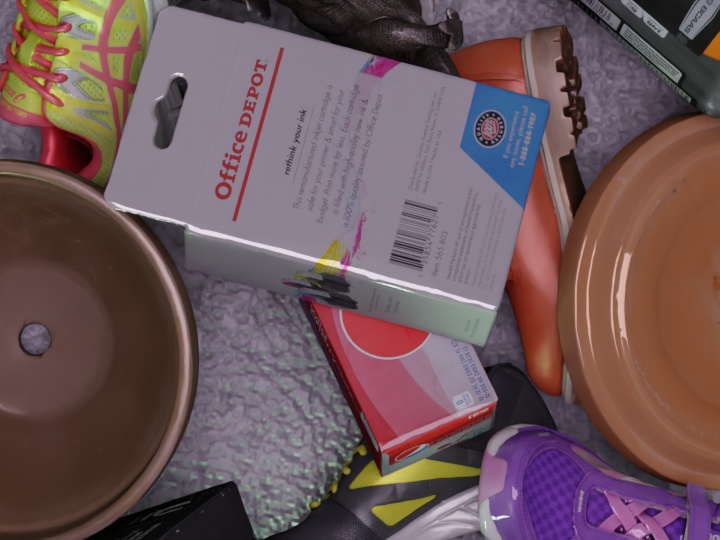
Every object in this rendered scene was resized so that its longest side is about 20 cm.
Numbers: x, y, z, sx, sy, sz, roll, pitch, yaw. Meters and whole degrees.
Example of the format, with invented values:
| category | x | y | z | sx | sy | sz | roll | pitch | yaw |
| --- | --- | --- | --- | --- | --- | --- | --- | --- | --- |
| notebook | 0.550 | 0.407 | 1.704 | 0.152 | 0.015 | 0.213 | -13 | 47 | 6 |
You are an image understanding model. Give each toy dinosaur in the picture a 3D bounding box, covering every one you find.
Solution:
| category | x | y | z | sx | sy | sz | roll | pitch | yaw |
| --- | --- | --- | --- | --- | --- | --- | --- | --- | --- |
| toy dinosaur | -0.002 | -0.139 | 1.471 | 0.200 | 0.102 | 0.077 | 21 | 78 | -19 |

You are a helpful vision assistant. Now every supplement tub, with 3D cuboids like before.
| category | x | y | z | sx | sy | sz | roll | pitch | yaw |
| --- | --- | --- | --- | --- | --- | --- | --- | --- | --- |
| supplement tub | 0.174 | -0.162 | 1.486 | 0.200 | 0.123 | 0.123 | 41 | 89 | 8 |

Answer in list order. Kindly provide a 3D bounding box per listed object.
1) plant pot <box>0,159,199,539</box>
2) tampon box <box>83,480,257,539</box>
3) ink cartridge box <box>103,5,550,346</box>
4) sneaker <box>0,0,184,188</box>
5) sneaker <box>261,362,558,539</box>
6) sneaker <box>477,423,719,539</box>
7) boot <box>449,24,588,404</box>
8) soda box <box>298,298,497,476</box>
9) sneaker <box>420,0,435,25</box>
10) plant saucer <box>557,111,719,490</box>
| category | x | y | z | sx | sy | sz | roll | pitch | yaw |
| --- | --- | --- | --- | --- | --- | --- | --- | --- | --- |
| plant pot | -0.176 | 0.040 | 1.490 | 0.201 | 0.093 | 0.201 | 1 | 97 | 8 |
| tampon box | -0.148 | 0.209 | 1.450 | 0.200 | 0.150 | 0.126 | -20 | 95 | 20 |
| ink cartridge box | -0.018 | -0.048 | 1.439 | 0.200 | 0.068 | 0.115 | 15 | 73 | 1 |
| sneaker | -0.145 | -0.111 | 1.451 | 0.090 | 0.078 | 0.200 | -35 | 134 | -23 |
| sneaker | 0.014 | 0.113 | 1.534 | 0.200 | 0.074 | 0.085 | -23 | 88 | -12 |
| sneaker | 0.142 | 0.134 | 1.486 | 0.200 | 0.088 | 0.081 | 32 | 64 | -39 |
| boot | 0.073 | -0.023 | 1.535 | 0.107 | 0.075 | 0.200 | -9 | 96 | 11 |
| soda box | 0.000 | 0.000 | 1.496 | 0.070 | 0.063 | 0.200 | -24 | 76 | -6 |
| sneaker | -0.011 | -0.210 | 1.511 | 0.077 | 0.082 | 0.200 | -14 | 120 | 28 |
| plant saucer | 0.195 | 0.016 | 1.519 | 0.200 | 0.032 | 0.201 | -1 | 93 | -30 |
